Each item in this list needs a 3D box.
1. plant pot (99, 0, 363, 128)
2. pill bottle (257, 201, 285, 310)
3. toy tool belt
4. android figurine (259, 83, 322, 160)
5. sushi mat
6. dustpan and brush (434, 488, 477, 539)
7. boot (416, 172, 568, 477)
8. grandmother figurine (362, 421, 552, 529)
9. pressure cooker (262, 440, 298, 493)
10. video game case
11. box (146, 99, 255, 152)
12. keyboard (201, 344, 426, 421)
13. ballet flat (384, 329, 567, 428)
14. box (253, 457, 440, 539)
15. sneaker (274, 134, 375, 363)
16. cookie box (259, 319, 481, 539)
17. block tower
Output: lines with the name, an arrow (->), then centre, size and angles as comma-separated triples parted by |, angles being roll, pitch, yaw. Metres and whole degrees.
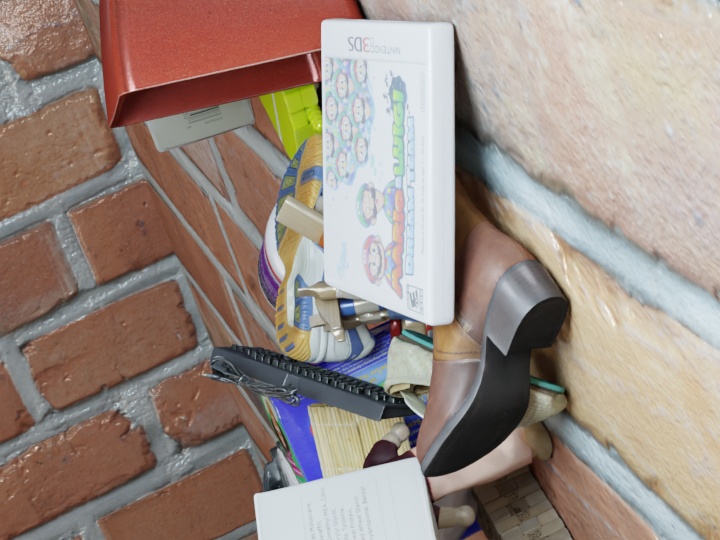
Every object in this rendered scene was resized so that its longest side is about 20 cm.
plant pot -> -0.124, -0.233, 1.321 | 0.200, 0.198, 0.178 | 165, 91, -78
pill bottle -> -0.041, -0.012, 1.569 | 0.113, 0.112, 0.200 | 64, 168, 7
toy tool belt -> 0.000, 0.000, 1.344 | 0.201, 0.121, 0.126 | 82, -173, -54
android figurine -> -0.074, -0.185, 1.538 | 0.183, 0.041, 0.201 | 82, 163, -52
sushi mat -> 0.014, 0.208, 1.426 | 0.012, 0.095, 0.202 | -28, -72, -61
dustpan and brush -> 0.080, 0.129, 1.392 | 0.139, 0.057, 0.202 | -32, -44, -65
boot -> 0.048, 0.023, 1.180 | 0.200, 0.068, 0.190 | 52, 138, 38
grandmother figurine -> 0.047, 0.161, 1.298 | 0.121, 0.198, 0.061 | 45, 157, 57
pressure cooker -> 0.003, 0.220, 1.624 | 0.180, 0.198, 0.176 | 66, 172, -6
video game case -> 0.017, -0.075, 1.164 | 0.182, 0.023, 0.203 | -161, 68, -63
box -> -0.187, -0.243, 1.671 | 0.129, 0.108, 0.201 | 76, 177, -50
keyboard -> -0.050, 0.092, 1.369 | 0.199, 0.126, 0.021 | 14, 100, 39
ballet flat -> 0.085, 0.096, 1.246 | 0.199, 0.067, 0.063 | 18, 89, 58
box -> 0.012, 0.282, 1.194 | 0.200, 0.129, 0.201 | 75, -177, -47
sneaker -> -0.025, -0.017, 1.442 | 0.075, 0.087, 0.203 | -16, 69, 61
cookie box -> 0.023, 0.163, 1.496 | 0.075, 0.170, 0.202 | -164, 50, -78
block tower -> 0.161, 0.258, 1.350 | 0.201, 0.054, 0.058 | 60, 167, 30
